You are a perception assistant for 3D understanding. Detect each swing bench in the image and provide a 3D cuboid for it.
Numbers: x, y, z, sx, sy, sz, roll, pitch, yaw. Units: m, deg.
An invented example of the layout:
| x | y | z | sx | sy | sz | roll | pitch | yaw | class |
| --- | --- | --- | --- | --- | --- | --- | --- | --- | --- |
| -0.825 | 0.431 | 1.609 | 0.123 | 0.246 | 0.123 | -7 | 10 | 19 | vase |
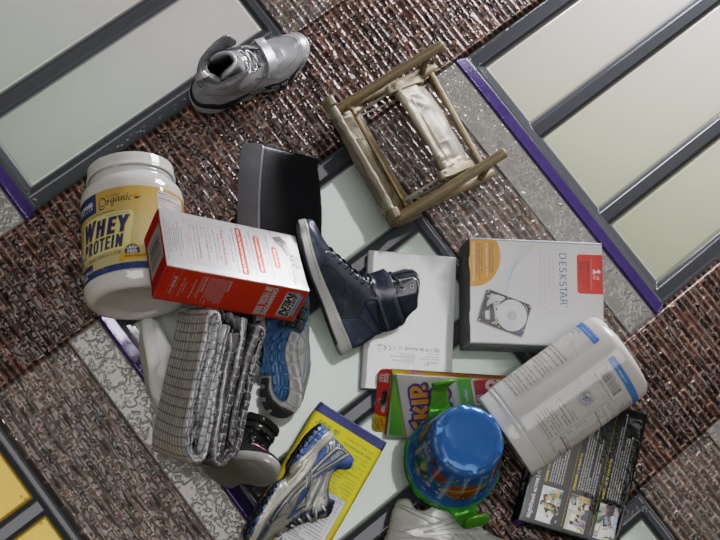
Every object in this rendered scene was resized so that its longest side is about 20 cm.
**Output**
| x | y | z | sx | sy | sz | roll | pitch | yaw | class |
| --- | --- | --- | --- | --- | --- | --- | --- | --- | --- |
| 0.075 | -0.190 | 1.801 | 0.199 | 0.130 | 0.200 | -28 | 83 | -7 | swing bench |

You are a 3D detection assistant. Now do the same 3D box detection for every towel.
| x | y | z | sx | sy | sz | roll | pitch | yaw | class |
| --- | --- | --- | --- | --- | --- | --- | --- | --- | --- |
| -0.200 | 0.150 | 1.610 | 0.085 | 0.165 | 0.202 | 14 | 82 | -23 | towel |

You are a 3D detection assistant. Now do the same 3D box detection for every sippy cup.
| x | y | z | sx | sy | sz | roll | pitch | yaw | class |
| --- | --- | --- | --- | --- | --- | --- | --- | --- | --- |
| 0.133 | 0.243 | 1.659 | 0.178 | 0.130 | 0.140 | 42 | 68 | 11 | sippy cup |

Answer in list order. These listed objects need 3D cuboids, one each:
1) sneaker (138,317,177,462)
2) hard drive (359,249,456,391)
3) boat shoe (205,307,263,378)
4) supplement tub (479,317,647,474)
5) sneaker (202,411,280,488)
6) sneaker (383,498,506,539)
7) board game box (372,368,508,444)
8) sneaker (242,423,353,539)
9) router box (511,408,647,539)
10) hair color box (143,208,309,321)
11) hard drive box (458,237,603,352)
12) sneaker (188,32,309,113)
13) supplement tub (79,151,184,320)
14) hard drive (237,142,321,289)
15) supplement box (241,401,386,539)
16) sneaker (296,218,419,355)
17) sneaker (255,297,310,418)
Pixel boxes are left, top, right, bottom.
| x | y | z | sx | sy | sz | roll | pitch | yaw | class |
| --- | --- | --- | --- | --- | --- | --- | --- | --- | --- |
| -0.250 | 0.158 | 1.713 | 0.088 | 0.075 | 0.202 | -15 | 90 | -15 | sneaker |
| 0.069 | 0.076 | 1.790 | 0.131 | 0.026 | 0.202 | 5 | 77 | -6 | hard drive |
| -0.170 | 0.047 | 1.741 | 0.091 | 0.071 | 0.201 | -32 | 81 | -9 | boat shoe |
| 0.277 | 0.169 | 1.689 | 0.199 | 0.132 | 0.132 | -35 | 84 | 0 | supplement tub |
| -0.142 | 0.232 | 1.648 | 0.071 | 0.200 | 0.099 | 39 | 65 | -13 | sneaker |
| 0.133 | 0.358 | 1.711 | 0.198 | 0.078 | 0.100 | 12 | 73 | -6 | sneaker |
| 0.119 | 0.192 | 1.753 | 0.198 | 0.030 | 0.096 | 5 | 102 | -4 | board game box |
| -0.078 | 0.299 | 1.585 | 0.085 | 0.077 | 0.201 | 36 | 76 | -3 | sneaker |
| 0.313 | 0.281 | 1.762 | 0.148 | 0.051 | 0.201 | 17 | 76 | -1 | router box |
| -0.175 | -0.006 | 1.611 | 0.199 | 0.064 | 0.111 | 10 | 40 | -26 | hair color box |
| 0.246 | 0.038 | 1.796 | 0.198 | 0.077 | 0.157 | 2 | 78 | -7 | hard drive box |
| -0.158 | -0.301 | 1.798 | 0.199 | 0.115 | 0.075 | -29 | 83 | -13 | sneaker |
| -0.311 | -0.047 | 1.699 | 0.143 | 0.145 | 0.201 | -4 | 67 | -8 | supplement tub |
| -0.112 | -0.078 | 1.761 | 0.134 | 0.042 | 0.202 | 11 | 72 | -40 | hard drive |
| -0.065 | 0.296 | 1.681 | 0.108 | 0.110 | 0.201 | 32 | 75 | 1 | supplement box |
| 0.000 | 0.000 | 1.721 | 0.145 | 0.077 | 0.203 | -22 | 109 | -2 | sneaker |
| -0.102 | 0.101 | 1.728 | 0.074 | 0.087 | 0.202 | 4 | 90 | 13 | sneaker |
